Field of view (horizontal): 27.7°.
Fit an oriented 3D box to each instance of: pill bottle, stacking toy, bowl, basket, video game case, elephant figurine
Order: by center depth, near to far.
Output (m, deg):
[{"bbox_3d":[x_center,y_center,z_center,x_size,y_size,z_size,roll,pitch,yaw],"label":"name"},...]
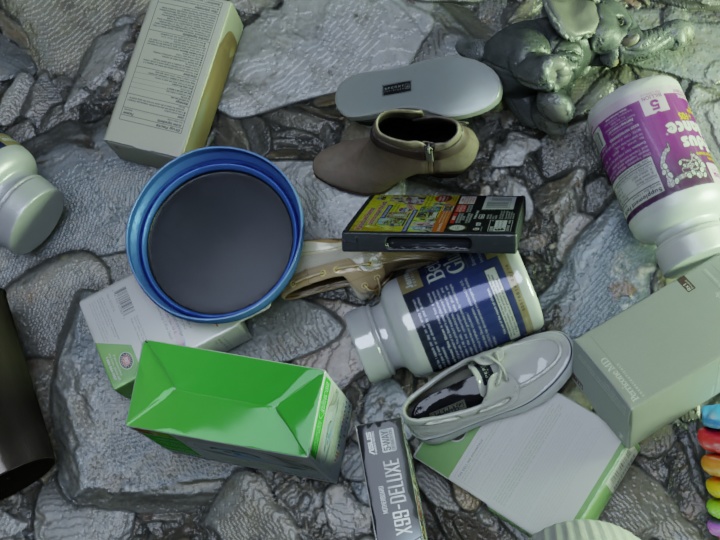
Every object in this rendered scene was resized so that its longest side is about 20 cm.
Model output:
[{"bbox_3d":[0.394,0.242,1.491,0.108,0.116,0.203,5,89,14],"label":"stacking toy"},{"bbox_3d":[0.084,-0.051,1.563,0.178,0.200,0.026,1,104,9],"label":"video game case"},{"bbox_3d":[0.088,0.047,1.574,0.198,0.111,0.112,-23,73,2],"label":"pill bottle"},{"bbox_3d":[0.329,-0.099,1.575,0.111,0.112,0.202,-21,73,3],"label":"pill bottle"},{"bbox_3d":[-0.158,-0.036,1.603,0.198,0.039,0.203,-2,71,7],"label":"bowl"},{"bbox_3d":[-0.434,0.150,1.621,0.179,0.136,0.201,-28,76,-5],"label":"basket"},{"bbox_3d":[0.243,-0.258,1.637,0.200,0.141,0.155,-46,115,-13],"label":"elephant figurine"},{"bbox_3d":[-0.447,-0.111,1.697,0.199,0.120,0.120,35,83,15],"label":"pill bottle"}]

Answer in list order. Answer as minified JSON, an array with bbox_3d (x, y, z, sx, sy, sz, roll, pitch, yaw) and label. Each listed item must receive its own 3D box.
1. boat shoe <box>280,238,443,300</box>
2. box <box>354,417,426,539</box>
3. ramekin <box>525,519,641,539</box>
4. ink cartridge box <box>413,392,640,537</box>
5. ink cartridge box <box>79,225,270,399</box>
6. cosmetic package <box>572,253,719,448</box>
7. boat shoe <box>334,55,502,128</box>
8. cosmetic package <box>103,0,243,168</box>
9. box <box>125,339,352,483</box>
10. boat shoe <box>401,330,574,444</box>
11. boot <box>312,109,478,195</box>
[{"bbox_3d":[0.000,0.000,1.625,0.198,0.074,0.070,-6,77,17],"label":"boat shoe"},{"bbox_3d":[0.038,0.247,1.482,0.049,0.200,0.160,-11,74,1],"label":"box"},{"bbox_3d":[0.223,0.344,1.442,0.197,0.105,0.203,1,106,3],"label":"ramekin"},{"bbox_3d":[0.176,0.194,1.555,0.199,0.048,0.146,29,81,31],"label":"ink cartridge box"},{"bbox_3d":[-0.201,0.047,1.642,0.198,0.067,0.118,-27,71,2],"label":"ink cartridge box"},{"bbox_3d":[0.326,0.082,1.510,0.199,0.091,0.107,-29,55,-16],"label":"cosmetic package"},{"bbox_3d":[0.072,-0.196,1.649,0.198,0.064,0.072,0,75,25],"label":"boat shoe"},{"bbox_3d":[-0.218,-0.222,1.716,0.104,0.071,0.202,15,78,12],"label":"cosmetic package"},{"bbox_3d":[-0.123,0.150,1.545,0.197,0.177,0.098,9,74,11],"label":"box"},{"bbox_3d":[0.134,0.117,1.541,0.198,0.066,0.073,-24,61,10],"label":"boat shoe"},{"bbox_3d":[0.033,-0.138,1.614,0.197,0.146,0.071,-3,76,8],"label":"boot"}]
